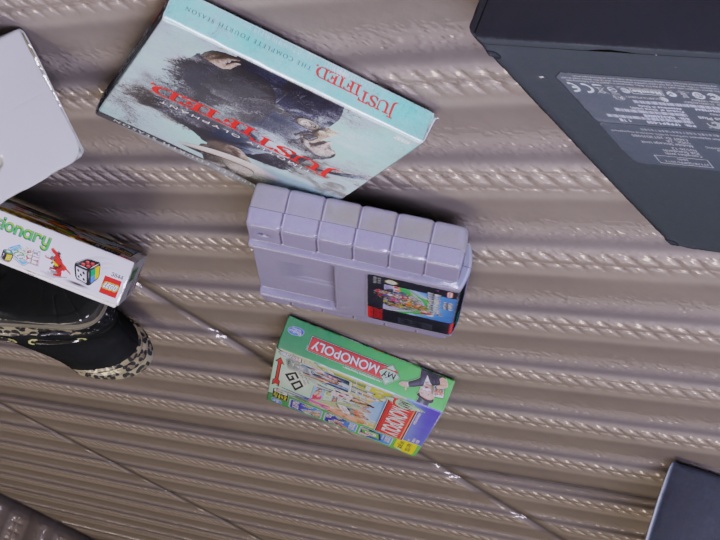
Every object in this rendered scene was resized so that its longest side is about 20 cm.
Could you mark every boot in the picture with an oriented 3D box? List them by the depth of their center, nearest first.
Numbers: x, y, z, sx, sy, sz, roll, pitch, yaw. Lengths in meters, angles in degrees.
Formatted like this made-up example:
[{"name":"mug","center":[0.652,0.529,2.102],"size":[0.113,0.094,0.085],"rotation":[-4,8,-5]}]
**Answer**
[{"name":"boot","center":[-0.278,0.038,1.650],"size":[0.202,0.074,0.154],"rotation":[6,160,18]}]

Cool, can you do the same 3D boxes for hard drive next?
[{"name":"hard drive","center":[0.152,-0.057,0.854],"size":[0.139,0.033,0.200],"rotation":[9,160,38]}]

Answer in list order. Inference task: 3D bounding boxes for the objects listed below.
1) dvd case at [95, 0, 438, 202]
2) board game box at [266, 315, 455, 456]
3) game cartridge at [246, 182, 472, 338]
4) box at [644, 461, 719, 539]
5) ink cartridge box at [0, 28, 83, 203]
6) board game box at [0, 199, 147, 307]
[{"name":"dvd case","center":[-0.057,-0.083,1.068],"size":[0.145,0.022,0.200],"rotation":[25,166,-12]},{"name":"board game box","center":[-0.004,0.094,1.579],"size":[0.134,0.029,0.200],"rotation":[22,165,2]},{"name":"game cartridge","center":[0.000,0.000,1.206],"size":[0.129,0.039,0.200],"rotation":[16,167,4]},{"name":"box","center":[0.311,0.236,1.492],"size":[0.199,0.108,0.149],"rotation":[16,164,16]},{"name":"ink cartridge box","center":[-0.270,-0.062,1.164],"size":[0.200,0.146,0.083],"rotation":[-5,114,57]},{"name":"board game box","center":[-0.213,-0.017,1.377],"size":[0.126,0.035,0.200],"rotation":[21,180,-5]}]
